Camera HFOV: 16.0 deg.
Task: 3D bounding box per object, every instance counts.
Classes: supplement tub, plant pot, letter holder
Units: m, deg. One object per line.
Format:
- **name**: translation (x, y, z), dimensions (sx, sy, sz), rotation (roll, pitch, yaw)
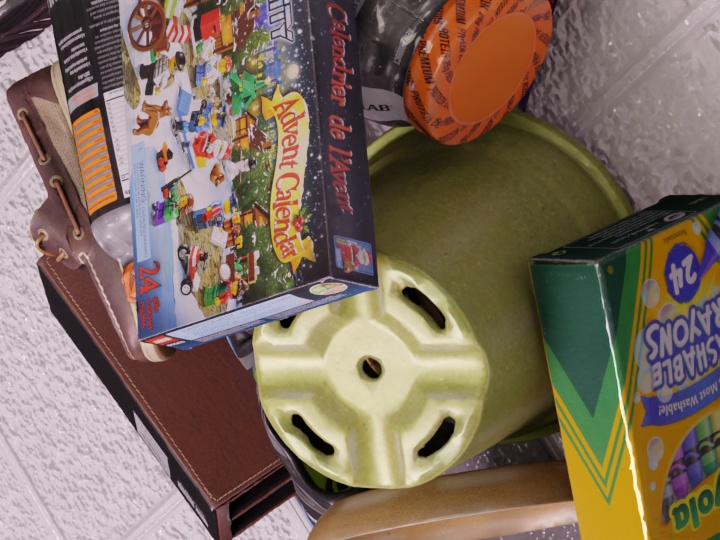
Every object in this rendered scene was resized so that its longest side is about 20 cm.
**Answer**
- **supplement tub**: translation (0.000, -0.160, 1.383), dimensions (0.200, 0.122, 0.123), rotation (39, 131, 29)
- **plant pot**: translation (0.035, 0.027, 1.375), dimensions (0.200, 0.184, 0.201), rotation (7, 108, 22)
- **plant pot**: translation (0.065, 0.132, 1.433), dimensions (0.200, 0.200, 0.028), rotation (-19, 76, 48)
- **letter holder**: translation (-0.091, 0.048, 1.636), dimensions (0.200, 0.142, 0.101), rotation (53, 168, 15)
- **supplement tub**: translation (-0.108, -0.087, 1.496), dimensions (0.122, 0.122, 0.201), rotation (-19, 79, 48)

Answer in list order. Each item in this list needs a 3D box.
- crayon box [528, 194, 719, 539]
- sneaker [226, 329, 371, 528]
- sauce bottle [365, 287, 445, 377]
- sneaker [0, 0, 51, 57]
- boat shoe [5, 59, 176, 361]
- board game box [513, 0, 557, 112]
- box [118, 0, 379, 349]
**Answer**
- **crayon box**: translation (0.163, 0.072, 1.352), dimensions (0.052, 0.126, 0.201), rotation (2, 108, 45)
- **sneaker**: translation (-0.032, 0.065, 1.535), dimensions (0.083, 0.071, 0.200), rotation (88, 161, -69)
- **sauce bottle**: translation (0.000, 0.000, 1.533), dimensions (0.065, 0.065, 0.200), rotation (-32, 83, 47)
- **sneaker**: translation (-0.279, -0.194, 1.732), dimensions (0.200, 0.076, 0.116), rotation (-28, 83, 48)
- **boat shoe**: translation (-0.169, -0.032, 1.576), dimensions (0.072, 0.072, 0.200), rotation (-21, 84, 14)
- **board game box**: translation (0.027, -0.179, 1.458), dimensions (0.200, 0.032, 0.120), rotation (38, 127, 29)
- **box**: translation (-0.061, -0.072, 1.309), dimensions (0.136, 0.038, 0.201), rotation (-19, 69, 39)
